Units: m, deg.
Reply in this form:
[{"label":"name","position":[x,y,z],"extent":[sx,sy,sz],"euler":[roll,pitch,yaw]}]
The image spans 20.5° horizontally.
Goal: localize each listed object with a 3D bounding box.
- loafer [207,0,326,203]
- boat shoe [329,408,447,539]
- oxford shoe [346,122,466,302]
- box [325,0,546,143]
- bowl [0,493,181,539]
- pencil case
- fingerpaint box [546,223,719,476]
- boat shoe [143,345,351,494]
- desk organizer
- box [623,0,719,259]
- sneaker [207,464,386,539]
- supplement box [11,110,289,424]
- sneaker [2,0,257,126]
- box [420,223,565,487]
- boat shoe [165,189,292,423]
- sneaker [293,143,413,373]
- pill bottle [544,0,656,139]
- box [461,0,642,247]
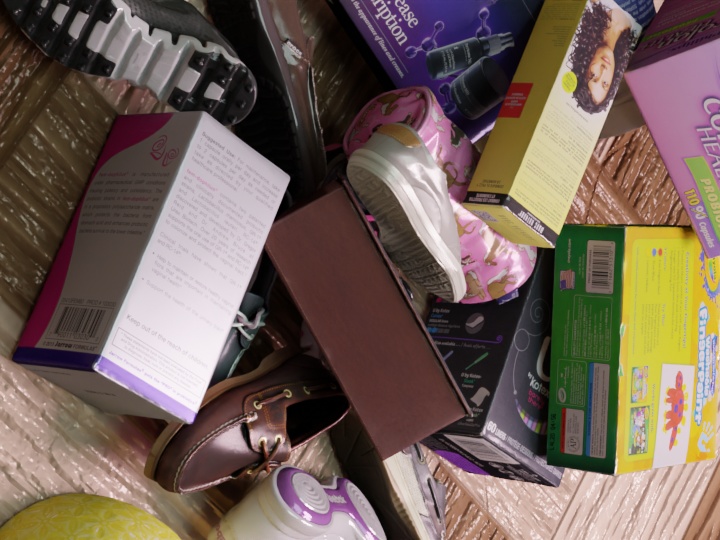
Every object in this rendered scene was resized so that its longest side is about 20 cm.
[{"label":"loafer","position":[-0.057,-0.151,1.520],"extent":[0.071,0.073,0.201],"euler":[-24,108,-40]},{"label":"boat shoe","position":[0.042,0.189,1.632],"extent":[0.066,0.072,0.201],"euler":[-35,110,-32]},{"label":"oxford shoe","position":[0.046,-0.041,1.493],"extent":[0.058,0.075,0.200],"euler":[-55,147,-19]},{"label":"box","position":[0.063,-0.209,1.593],"extent":[0.141,0.079,0.200],"euler":[-38,121,-4]},{"label":"bowl","position":[-0.170,0.256,1.389],"extent":[0.200,0.107,0.201],"euler":[5,83,-39]},{"label":"pencil case","position":[0.064,-0.057,1.580],"extent":[0.200,0.083,0.087],"euler":[52,35,-38]},{"label":"fingerpaint box","position":[0.230,0.061,1.663],"extent":[0.167,0.073,0.201],"euler":[-2,95,-51]},{"label":"boat shoe","position":[-0.078,0.115,1.481],"extent":[0.200,0.070,0.071],"euler":[-33,151,-49]},{"label":"desk organizer","position":[0.001,0.035,1.493],"extent":[0.077,0.072,0.201],"euler":[-29,98,-1]},{"label":"box","position":[0.315,-0.138,1.672],"extent":[0.176,0.096,0.200],"euler":[63,28,-17]},{"label":"sneaker","position":[-0.048,0.206,1.558],"extent":[0.200,0.099,0.075],"euler":[33,24,-56]},{"label":"supplement box","position":[-0.147,-0.004,1.421],"extent":[0.103,0.101,0.201],"euler":[34,69,-40]},{"label":"sneaker","position":[-0.167,-0.173,1.422],"extent":[0.199,0.091,0.067],"euler":[26,112,-19]},{"label":"box","position":[0.127,0.065,1.685],"extent":[0.122,0.106,0.201],"euler":[35,67,-42]},{"label":"boat shoe","position":[-0.101,0.022,1.493],"extent":[0.073,0.062,0.201],"euler":[28,73,-43]},{"label":"sneaker","position":[0.000,0.000,1.572],"extent":[0.074,0.087,0.201],"euler":[-3,93,-44]},{"label":"pill bottle","position":[0.195,-0.221,1.729],"extent":[0.120,0.119,0.201],"euler":[-35,115,-37]},{"label":"box","position":[0.151,-0.123,1.563],"extent":[0.075,0.050,0.201],"euler":[33,74,-40]}]
